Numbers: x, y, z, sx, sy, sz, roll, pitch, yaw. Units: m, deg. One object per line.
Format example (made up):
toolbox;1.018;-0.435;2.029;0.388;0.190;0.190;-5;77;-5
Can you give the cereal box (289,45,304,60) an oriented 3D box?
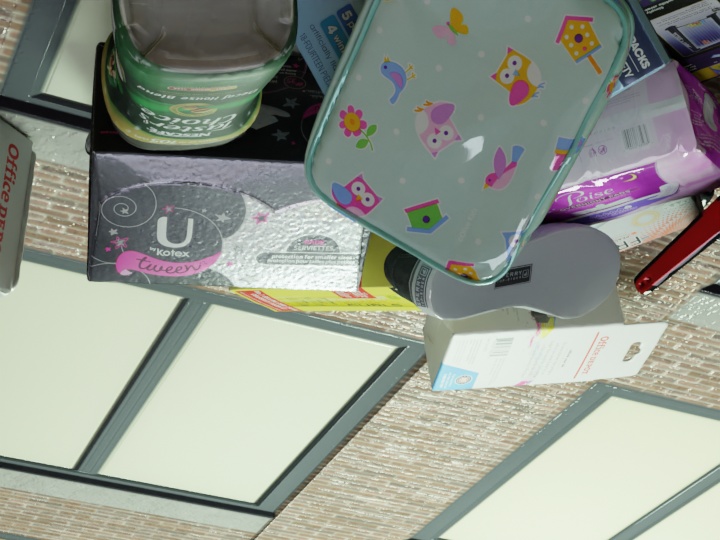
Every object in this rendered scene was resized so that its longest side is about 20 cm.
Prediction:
cereal box;-0.036;-0.196;1.076;0.197;0.040;0.144;4;148;-6

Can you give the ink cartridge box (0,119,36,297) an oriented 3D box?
ink cartridge box;-0.348;-0.073;1.182;0.083;0.147;0.200;-18;143;29

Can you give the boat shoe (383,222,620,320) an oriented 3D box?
boat shoe;0.103;-0.005;1.104;0.198;0.070;0.056;-2;-161;-41

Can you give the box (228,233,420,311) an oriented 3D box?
box;0.000;0.000;1.205;0.198;0.051;0.075;0;165;30

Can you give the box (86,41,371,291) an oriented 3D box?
box;-0.091;-0.068;1.106;0.197;0.116;0.133;3;136;-9

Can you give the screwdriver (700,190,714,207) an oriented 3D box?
screwdriver;0.301;-0.088;1.253;0.029;0.028;0.200;-15;161;-39

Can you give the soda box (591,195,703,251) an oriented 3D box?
soda box;0.169;-0.044;1.257;0.198;0.064;0.068;-22;152;17

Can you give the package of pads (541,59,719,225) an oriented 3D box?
package of pads;0.154;-0.078;1.110;0.198;0.077;0.120;-16;165;24

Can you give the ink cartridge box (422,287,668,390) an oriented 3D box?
ink cartridge box;0.164;0.050;1.422;0.197;0.069;0.116;-3;151;-10

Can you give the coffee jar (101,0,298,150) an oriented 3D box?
coffee jar;-0.102;-0.131;0.943;0.103;0.087;0.200;-4;173;-11

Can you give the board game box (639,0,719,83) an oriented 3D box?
board game box;0.177;-0.168;1.066;0.198;0.057;0.165;-18;160;27

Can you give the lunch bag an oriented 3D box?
lunch bag;0.061;-0.109;0.932;0.159;0.077;0.202;29;110;7

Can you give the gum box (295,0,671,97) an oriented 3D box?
gum box;0.066;-0.154;0.985;0.199;0.171;0.045;-29;-177;20

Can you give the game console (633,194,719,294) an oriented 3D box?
game console;0.294;-0.058;1.157;0.177;0.031;0.200;-48;169;28

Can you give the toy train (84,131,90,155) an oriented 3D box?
toy train;-0.119;-0.074;1.241;0.113;0.086;0.199;-31;137;27
